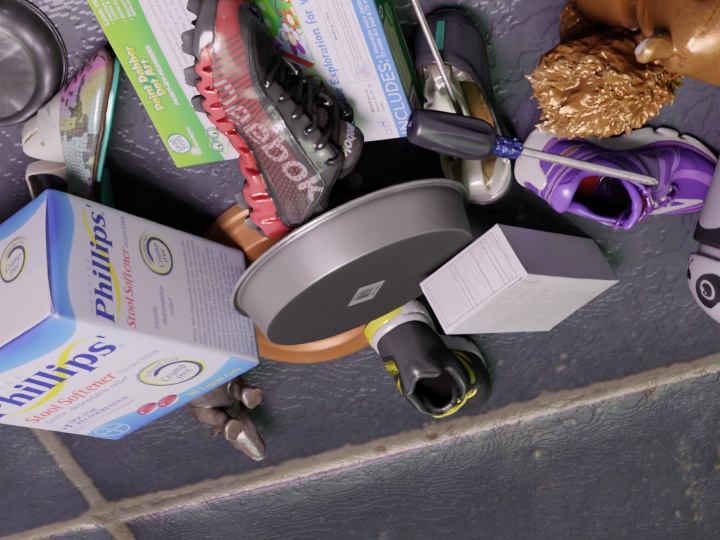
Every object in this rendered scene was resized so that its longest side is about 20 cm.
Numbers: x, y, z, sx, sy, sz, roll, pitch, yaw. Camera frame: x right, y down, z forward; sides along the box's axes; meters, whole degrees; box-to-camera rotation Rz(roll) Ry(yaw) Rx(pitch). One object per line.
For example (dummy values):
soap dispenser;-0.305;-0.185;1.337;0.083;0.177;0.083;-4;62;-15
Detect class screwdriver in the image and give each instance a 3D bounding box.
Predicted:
screwdriver;0.045;-0.175;0.752;0.029;0.028;0.201;-34;108;-14
screwdriver;0.126;-0.083;0.766;0.198;0.028;0.029;8;148;-16

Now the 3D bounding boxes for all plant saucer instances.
plant saucer;-0.046;0.014;0.953;0.198;0.038;0.202;-3;133;-3

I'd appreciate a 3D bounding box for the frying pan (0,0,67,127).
frying pan;-0.303;-0.132;0.798;0.189;0.031;0.115;-26;129;12

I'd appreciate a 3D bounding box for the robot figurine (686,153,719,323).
robot figurine;0.328;-0.047;0.853;0.149;0.124;0.202;11;98;-43

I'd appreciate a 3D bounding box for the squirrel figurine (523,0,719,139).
squirrel figurine;0.200;-0.163;0.719;0.140;0.188;0.201;15;129;-20

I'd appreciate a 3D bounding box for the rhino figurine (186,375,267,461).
rhino figurine;-0.132;0.112;1.007;0.060;0.087;0.201;-44;135;-19

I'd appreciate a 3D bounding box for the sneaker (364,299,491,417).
sneaker;0.068;0.101;0.992;0.074;0.085;0.200;-34;144;15

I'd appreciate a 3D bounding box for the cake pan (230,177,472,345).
cake pan;0.000;0.000;0.828;0.199;0.037;0.201;-24;163;-8

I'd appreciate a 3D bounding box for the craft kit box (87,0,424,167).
craft kit box;-0.075;-0.167;0.748;0.195;0.049;0.201;-7;134;18

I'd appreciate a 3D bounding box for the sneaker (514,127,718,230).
sneaker;0.212;-0.061;0.870;0.198;0.084;0.081;0;132;-29

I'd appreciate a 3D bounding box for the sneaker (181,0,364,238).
sneaker;-0.050;-0.103;0.727;0.097;0.071;0.201;-2;138;17

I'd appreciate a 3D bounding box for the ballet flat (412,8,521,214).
ballet flat;0.080;-0.101;0.841;0.072;0.073;0.201;-15;132;7

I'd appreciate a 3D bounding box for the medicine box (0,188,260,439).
medicine box;-0.212;0.044;0.849;0.181;0.104;0.199;-29;151;31

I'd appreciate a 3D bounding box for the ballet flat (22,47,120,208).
ballet flat;-0.218;-0.080;0.829;0.070;0.070;0.201;5;137;-8

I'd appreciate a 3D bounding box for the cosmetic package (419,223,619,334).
cosmetic package;0.134;0.009;0.896;0.082;0.051;0.199;-36;160;25
